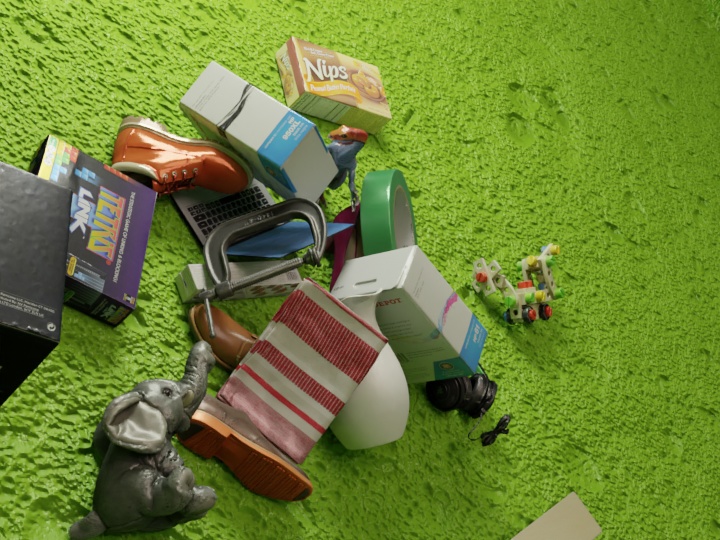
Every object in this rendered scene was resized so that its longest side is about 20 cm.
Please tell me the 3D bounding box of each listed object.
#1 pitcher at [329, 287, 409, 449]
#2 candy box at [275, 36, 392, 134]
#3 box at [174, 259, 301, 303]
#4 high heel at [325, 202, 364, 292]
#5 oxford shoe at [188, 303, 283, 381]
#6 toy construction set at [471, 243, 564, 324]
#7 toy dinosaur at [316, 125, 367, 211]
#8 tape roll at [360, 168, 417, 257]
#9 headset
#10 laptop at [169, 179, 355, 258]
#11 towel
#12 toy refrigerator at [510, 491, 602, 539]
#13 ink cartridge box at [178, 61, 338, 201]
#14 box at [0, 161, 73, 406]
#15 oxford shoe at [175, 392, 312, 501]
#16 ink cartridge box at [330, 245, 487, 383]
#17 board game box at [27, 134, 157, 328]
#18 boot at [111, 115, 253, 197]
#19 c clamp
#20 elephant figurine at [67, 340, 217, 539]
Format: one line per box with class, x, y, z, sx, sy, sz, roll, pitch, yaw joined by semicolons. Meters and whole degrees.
pitcher;-0.017;0.138;1.623;0.120;0.170;0.203;-13;90;-39
candy box;-0.045;-0.314;2.011;0.198;0.055;0.117;11;53;-40
box;-0.166;0.014;1.634;0.198;0.039;0.042;-5;63;-48
high heel;0.000;0.000;1.772;0.067;0.096;0.203;13;52;-39
oxford shoe;-0.141;0.106;1.562;0.200;0.071;0.072;41;40;-11
toy construction set;0.284;0.025;2.053;0.198;0.091;0.134;-6;89;-40
toy dinosaur;-0.046;-0.176;1.792;0.104;0.182;0.202;28;40;-21
tape roll;0.047;-0.053;1.814;0.200;0.047;0.204;-7;90;-77
headset;0.168;0.180;1.805;0.122;0.094;0.202;17;38;-36
laptop;-0.145;-0.096;1.682;0.201;0.116;0.186;57;37;6
towel;-0.075;0.129;1.526;0.143;0.201;0.023;37;-6;-3
toy refrigerator;0.274;0.410;1.754;0.076;0.070;0.199;53;36;13
ink cartridge box;-0.143;-0.189;1.670;0.199;0.085;0.145;34;-11;23
box;-0.402;0.023;1.246;0.122;0.200;0.201;21;47;-33
oxford shoe;-0.137;0.217;1.477;0.199;0.071;0.073;38;34;-18
ink cartridge box;0.069;0.067;1.704;0.200;0.143;0.085;48;49;-31
board game box;-0.350;-0.051;1.480;0.164;0.057;0.202;27;44;-27
boot;-0.247;-0.132;1.616;0.197;0.076;0.108;16;45;-8
c clamp;-0.127;-0.012;1.549;0.027;0.198;0.172;69;-4;-52
elephant figurine;-0.244;0.189;1.341;0.154;0.140;0.203;17;54;-56
